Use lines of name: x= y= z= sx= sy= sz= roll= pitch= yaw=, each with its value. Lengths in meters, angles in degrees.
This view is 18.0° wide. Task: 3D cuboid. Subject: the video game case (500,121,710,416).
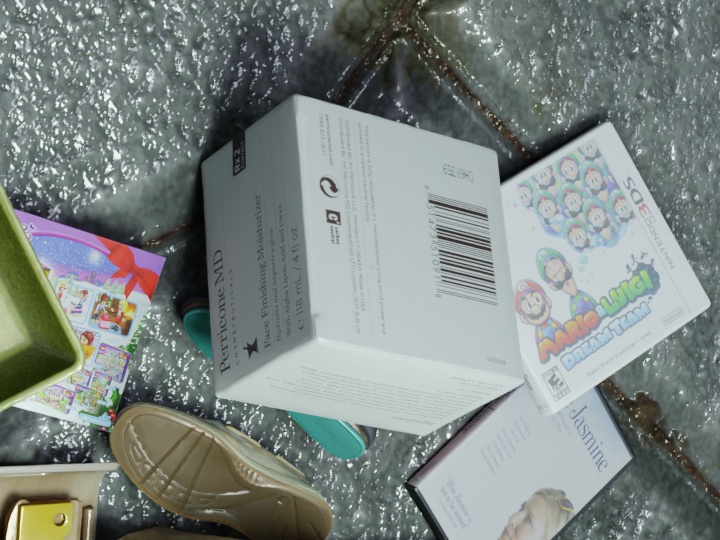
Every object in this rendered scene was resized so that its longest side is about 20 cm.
video game case: x=0.180 y=-0.004 z=1.890 sx=0.200 sy=0.024 sz=0.182 roll=-31 pitch=93 yaw=-31

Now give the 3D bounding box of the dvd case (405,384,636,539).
dvd case: x=0.140 y=0.171 z=1.943 sx=0.200 sy=0.018 sz=0.143 roll=-42 pitch=118 yaw=-22

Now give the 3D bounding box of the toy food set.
toy food set: x=-0.247 y=0.238 z=1.662 sx=0.143 sy=0.060 sz=0.201 roll=0 pitch=98 yaw=-34

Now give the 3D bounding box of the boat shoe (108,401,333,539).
boat shoe: x=-0.110 y=0.150 z=1.741 sx=0.200 sy=0.065 sz=0.072 roll=29 pitch=105 yaw=-27

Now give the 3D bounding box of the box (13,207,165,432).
box: x=-0.249 y=0.026 z=1.638 sx=0.200 sy=0.039 sz=0.137 roll=19 pitch=88 yaw=-35

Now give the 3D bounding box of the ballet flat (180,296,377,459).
ballet flat: x=-0.059 y=0.067 z=1.766 sx=0.200 sy=0.073 sz=0.073 roll=42 pitch=74 yaw=-26

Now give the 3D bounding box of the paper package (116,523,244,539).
paper package: x=-0.092 y=0.305 z=1.698 sx=0.103 sy=0.190 sz=0.201 roll=-19 pitch=116 yaw=-78

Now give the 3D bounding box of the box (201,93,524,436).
box: x=0.000 y=0.000 z=1.702 sx=0.199 sy=0.131 sz=0.200 roll=13 pitch=60 yaw=-35

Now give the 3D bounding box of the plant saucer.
plant saucer: x=-0.317 y=0.019 z=1.543 sx=0.199 sy=0.048 sz=0.201 roll=-27 pitch=98 yaw=-9
